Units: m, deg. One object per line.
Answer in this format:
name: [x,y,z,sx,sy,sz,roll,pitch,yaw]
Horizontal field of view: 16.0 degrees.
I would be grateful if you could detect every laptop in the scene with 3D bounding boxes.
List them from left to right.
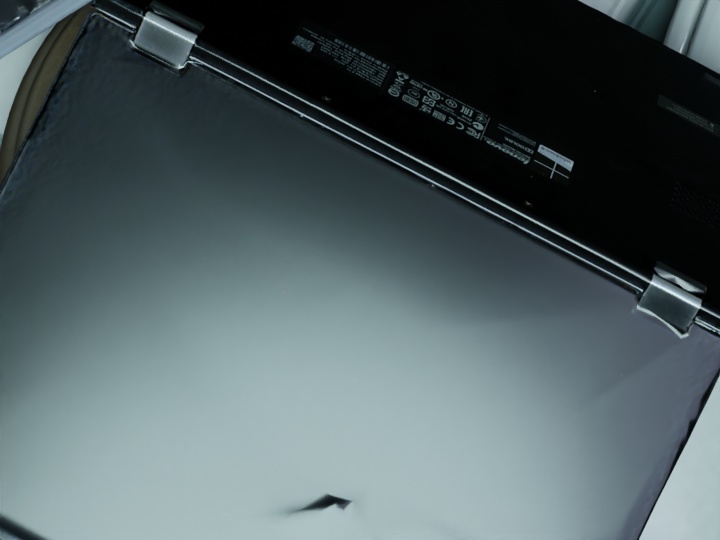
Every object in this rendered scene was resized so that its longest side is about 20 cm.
laptop: [0.000,0.000,0.699,0.186,0.200,0.116,28,123,-2]

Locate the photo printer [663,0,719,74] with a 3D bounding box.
photo printer: [0.189,-0.046,0.870,0.199,0.069,0.167,18,91,-25]

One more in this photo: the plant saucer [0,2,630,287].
plant saucer: [-0.004,-0.020,0.737,0.199,0.029,0.201,6,64,-12]

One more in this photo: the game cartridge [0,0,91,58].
game cartridge: [-0.066,-0.110,0.683,0.199,0.134,0.041,-29,114,20]
